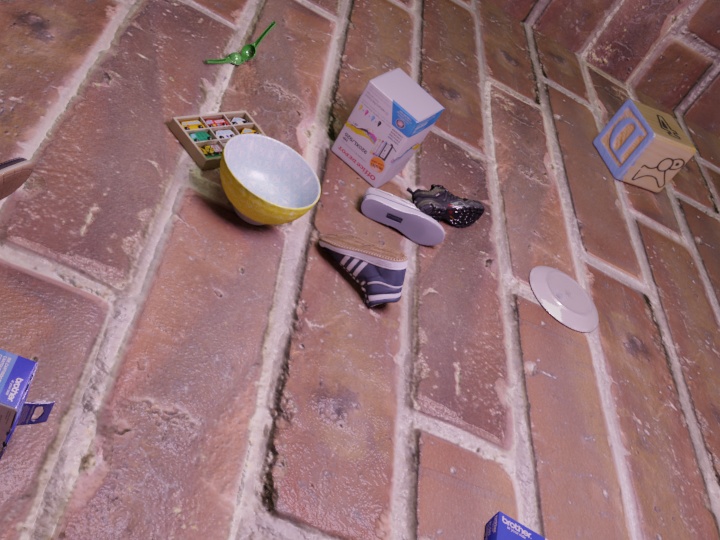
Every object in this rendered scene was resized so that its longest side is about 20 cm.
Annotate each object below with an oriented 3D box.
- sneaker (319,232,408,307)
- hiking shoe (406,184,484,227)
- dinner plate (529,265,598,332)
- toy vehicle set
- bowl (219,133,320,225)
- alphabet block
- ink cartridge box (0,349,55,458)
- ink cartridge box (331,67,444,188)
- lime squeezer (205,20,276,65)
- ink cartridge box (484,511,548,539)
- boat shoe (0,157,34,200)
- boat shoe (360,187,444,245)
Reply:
[{"bbox_3d":[0.000,0.000,1.629,0.198,0.110,0.070,19,28,32],"label":"sneaker"},{"bbox_3d":[0.201,-0.161,1.957,0.198,0.076,0.102,3,50,-36],"label":"hiking shoe"},{"bbox_3d":[0.482,0.059,1.986,0.198,0.024,0.202,21,38,-18],"label":"dinner plate"},{"bbox_3d":[-0.276,-0.268,1.727,0.199,0.027,0.125,-18,62,-49],"label":"toy vehicle set"},{"bbox_3d":[-0.185,-0.150,1.599,0.198,0.108,0.202,23,37,-18],"label":"bowl"},{"bbox_3d":[0.900,-0.394,2.699,0.198,0.196,0.198,12,43,-30],"label":"alphabet block"},{"bbox_3d":[-0.469,0.149,1.002,0.198,0.137,0.077,25,42,-15],"label":"ink cartridge box"},{"bbox_3d":[0.059,-0.320,1.914,0.147,0.201,0.144,41,38,8],"label":"ink cartridge box"},{"bbox_3d":[-0.275,-0.505,1.970,0.199,0.071,0.038,-36,90,-23],"label":"lime squeezer"},{"bbox_3d":[0.286,0.472,1.337,0.198,0.044,0.094,31,34,-6],"label":"ink cartridge box"},{"bbox_3d":[-0.584,-0.134,1.286,0.065,0.072,0.200,43,42,3],"label":"boat shoe"},{"bbox_3d":[0.096,-0.123,1.831,0.198,0.074,0.066,28,40,-13],"label":"boat shoe"}]
